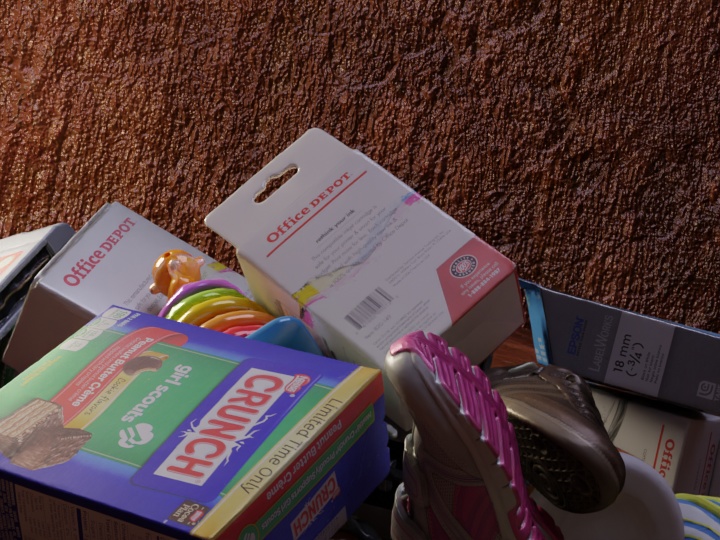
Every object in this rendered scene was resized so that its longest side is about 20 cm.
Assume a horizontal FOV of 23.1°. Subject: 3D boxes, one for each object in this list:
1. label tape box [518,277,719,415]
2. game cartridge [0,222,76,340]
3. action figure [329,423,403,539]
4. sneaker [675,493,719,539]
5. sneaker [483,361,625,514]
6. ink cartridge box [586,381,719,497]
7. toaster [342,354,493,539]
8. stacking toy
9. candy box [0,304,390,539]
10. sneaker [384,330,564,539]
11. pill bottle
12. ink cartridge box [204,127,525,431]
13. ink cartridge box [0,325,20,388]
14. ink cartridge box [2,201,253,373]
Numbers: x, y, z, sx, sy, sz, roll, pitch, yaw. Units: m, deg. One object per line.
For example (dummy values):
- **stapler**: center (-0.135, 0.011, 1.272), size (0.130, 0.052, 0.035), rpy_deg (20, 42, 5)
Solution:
- **label tape box**: center (0.186, 0.056, 1.396), size (0.198, 0.064, 0.144), rpy_deg (16, -1, 2)
- **game cartridge**: center (-0.318, 0.033, 1.382), size (0.132, 0.041, 0.200), rpy_deg (-19, 22, 29)
- **action figure**: center (-0.015, 0.135, 1.096), size (0.198, 0.120, 0.102), rpy_deg (16, -4, -25)
- **sneaker**: center (0.248, 0.201, 1.180), size (0.199, 0.077, 0.105), rpy_deg (15, 5, 37)
- **sneaker**: center (0.115, 0.086, 1.064), size (0.075, 0.071, 0.200), rpy_deg (-34, 18, -15)
- **ink cartridge box**: center (0.216, 0.160, 1.406), size (0.199, 0.117, 0.066), rpy_deg (13, 3, 37)
- **toaster**: center (0.023, 0.095, 1.319), size (0.117, 0.183, 0.200), rpy_deg (14, 6, 13)
- **stacking toy**: center (-0.102, 0.047, 1.200), size (0.200, 0.115, 0.110), rpy_deg (53, -8, 49)
- **candy box**: center (-0.109, 0.106, 0.981), size (0.198, 0.078, 0.169), rpy_deg (13, 34, 29)
- **sneaker**: center (0.052, 0.131, 0.987), size (0.087, 0.202, 0.081), rpy_deg (-22, 14, 12)
- **pill bottle**: center (0.128, 0.158, 1.176), size (0.111, 0.113, 0.200), rpy_deg (10, 3, -15)
- **ink cartridge box**: center (0.000, 0.000, 1.184), size (0.200, 0.116, 0.068), rpy_deg (38, -21, 33)
- **ink cartridge box**: center (-0.246, 0.082, 1.439), size (0.145, 0.084, 0.199), rpy_deg (9, 4, -30)
- **ink cartridge box**: center (-0.143, 0.054, 1.313), size (0.199, 0.088, 0.146), rpy_deg (32, 32, 1)
